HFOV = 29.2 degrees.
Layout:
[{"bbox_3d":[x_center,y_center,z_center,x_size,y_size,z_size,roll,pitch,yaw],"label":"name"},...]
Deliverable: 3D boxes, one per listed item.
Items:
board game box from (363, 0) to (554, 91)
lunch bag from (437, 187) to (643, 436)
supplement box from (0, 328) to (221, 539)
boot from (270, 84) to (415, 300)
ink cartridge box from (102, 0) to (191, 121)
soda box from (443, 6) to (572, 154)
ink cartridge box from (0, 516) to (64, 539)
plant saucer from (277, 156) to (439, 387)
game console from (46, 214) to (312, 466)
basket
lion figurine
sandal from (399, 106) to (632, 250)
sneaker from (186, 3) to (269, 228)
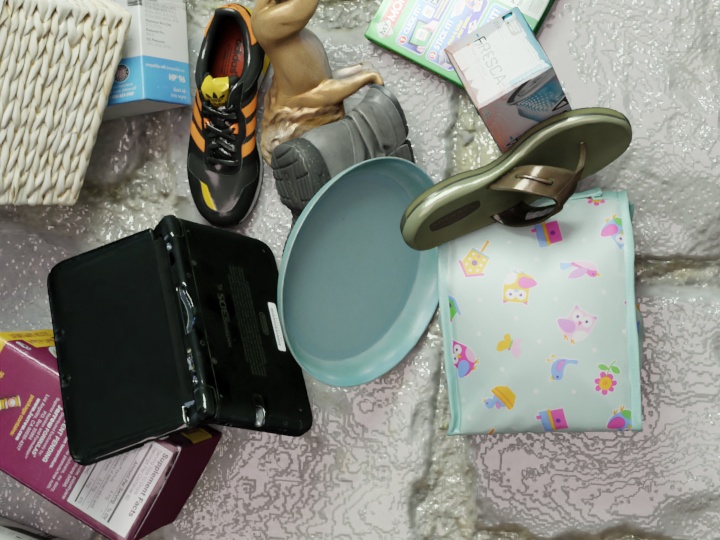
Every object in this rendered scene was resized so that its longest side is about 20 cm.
[{"bbox_3d":[0.109,-0.264,1.223,0.135,0.029,0.200,29,94,10],"label":"board game box"},{"bbox_3d":[0.151,0.034,1.161,0.170,0.122,0.200,-4,89,11],"label":"lunch bag"},{"bbox_3d":[-0.244,0.143,1.221,0.200,0.131,0.103,30,93,8],"label":"supplement box"},{"bbox_3d":[-0.002,-0.052,1.206,0.132,0.200,0.070,-33,48,-33],"label":"boot"},{"bbox_3d":[-0.219,-0.242,1.241,0.116,0.068,0.200,-4,88,34],"label":"ink cartridge box"},{"bbox_3d":[0.133,-0.132,1.126,0.068,0.200,0.064,-30,67,8],"label":"soda box"},{"bbox_3d":[-0.328,0.309,1.255,0.200,0.083,0.147,18,92,10],"label":"ink cartridge box"},{"bbox_3d":[0.000,0.000,1.167,0.027,0.200,0.200,19,92,42],"label":"plant saucer"},{"bbox_3d":[-0.156,0.066,1.187,0.116,0.176,0.200,-40,51,35],"label":"game console"},{"bbox_3d":[-0.328,-0.178,1.178,0.198,0.161,0.200,35,115,37],"label":"basket"},{"bbox_3d":[-0.053,-0.185,1.198,0.122,0.072,0.200,-22,119,-2],"label":"lion figurine"},{"bbox_3d":[0.129,-0.060,1.101,0.201,0.080,0.057,-29,54,3],"label":"sandal"},{"bbox_3d":[-0.125,-0.139,1.228,0.070,0.090,0.200,6,89,10],"label":"sneaker"}]
